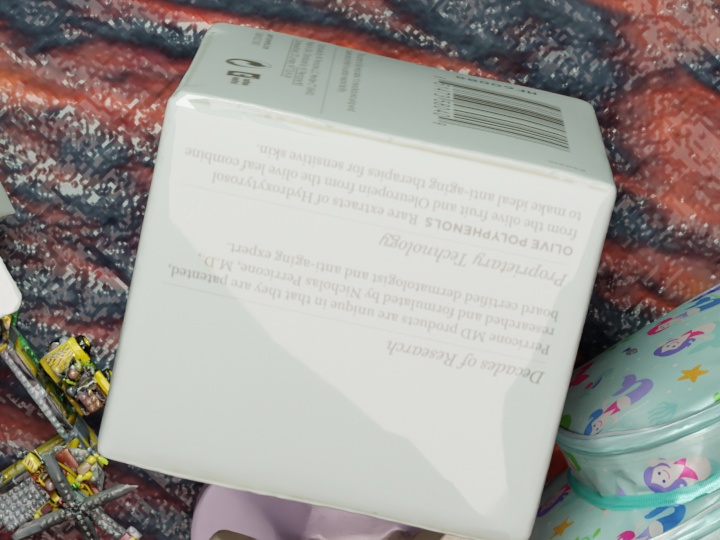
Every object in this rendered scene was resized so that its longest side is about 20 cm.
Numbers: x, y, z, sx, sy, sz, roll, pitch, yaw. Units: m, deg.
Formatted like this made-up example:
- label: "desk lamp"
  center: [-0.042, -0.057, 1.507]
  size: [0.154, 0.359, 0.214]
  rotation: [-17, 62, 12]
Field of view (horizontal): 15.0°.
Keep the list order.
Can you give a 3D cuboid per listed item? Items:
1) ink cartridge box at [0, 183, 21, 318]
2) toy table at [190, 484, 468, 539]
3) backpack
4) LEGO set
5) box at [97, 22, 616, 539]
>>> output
- label: "ink cartridge box"
  center: [-0.244, -0.050, 1.286]
  size: [0.115, 0.068, 0.200]
  rotation: [-27, 92, 7]
- label: "toy table"
  center: [0.004, 0.175, 1.336]
  size: [0.200, 0.117, 0.184]
  rotation: [26, 103, -5]
- label: "backpack"
  center: [0.165, 0.104, 1.272]
  size: [0.200, 0.178, 0.151]
  rotation: [-36, 105, -6]
- label: "LEGO set"
  center: [-0.215, 0.102, 1.315]
  size: [0.200, 0.116, 0.154]
  rotation: [-27, 103, 6]
- label: "box"
  center: [0.000, 0.000, 1.248]
  size: [0.200, 0.199, 0.171]
  rotation: [11, 104, -1]
